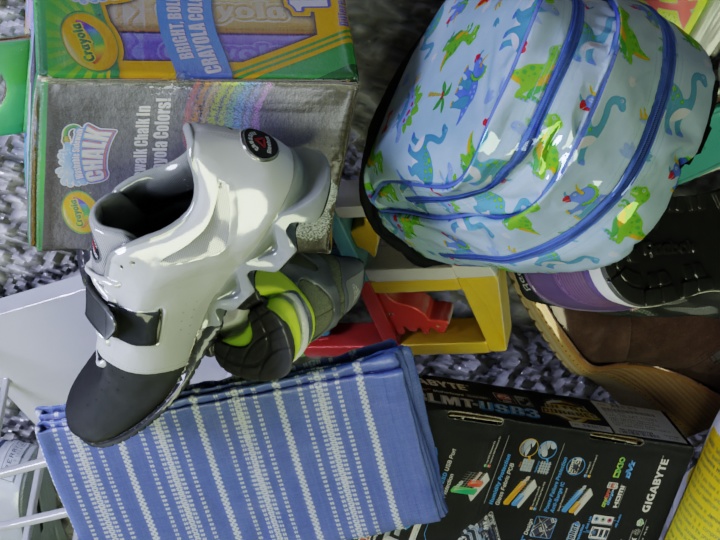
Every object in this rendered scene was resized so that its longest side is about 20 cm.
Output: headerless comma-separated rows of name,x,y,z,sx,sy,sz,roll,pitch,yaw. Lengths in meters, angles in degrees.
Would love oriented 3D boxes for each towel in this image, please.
towel,-0.060,0.102,1.450,0.199,0.024,0.145,-10,137,5

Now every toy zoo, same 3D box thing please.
toy zoo,0.000,0.000,1.510,0.199,0.021,0.131,-2,140,21

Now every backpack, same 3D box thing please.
backpack,0.085,-0.072,1.329,0.154,0.200,0.163,34,85,-37

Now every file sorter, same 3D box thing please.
file sorter,-0.131,0.112,1.563,0.138,0.125,0.200,-15,138,22

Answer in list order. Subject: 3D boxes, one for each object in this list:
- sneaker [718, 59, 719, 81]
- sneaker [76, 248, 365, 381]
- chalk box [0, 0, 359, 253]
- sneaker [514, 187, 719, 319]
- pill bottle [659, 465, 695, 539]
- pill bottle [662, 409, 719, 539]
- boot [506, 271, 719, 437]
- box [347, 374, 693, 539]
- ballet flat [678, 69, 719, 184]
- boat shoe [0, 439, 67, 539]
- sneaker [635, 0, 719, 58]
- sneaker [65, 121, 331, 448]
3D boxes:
sneaker,0.272,-0.143,1.390,0.200,0.073,0.071,-39,151,17
sneaker,-0.079,-0.002,1.446,0.081,0.200,0.074,-25,127,-37
chalk box,-0.110,-0.093,1.369,0.199,0.124,0.125,2,137,-9
sneaker,0.167,-0.008,1.491,0.200,0.076,0.087,6,169,-42
pill bottle,0.265,0.150,1.682,0.200,0.114,0.114,-36,130,25
pill bottle,0.239,0.141,1.567,0.112,0.112,0.200,14,109,-21
boot,0.188,0.003,1.569,0.166,0.072,0.200,-38,128,12
box,0.067,0.163,1.565,0.198,0.050,0.200,10,112,-23
ballet flat,0.221,-0.095,1.458,0.199,0.070,0.070,-15,136,1
boat shoe,-0.219,0.171,1.678,0.062,0.072,0.200,13,134,13
sneaker,0.161,-0.161,1.384,0.090,0.078,0.200,32,134,-3
sneaker,-0.105,0.001,1.331,0.088,0.074,0.200,22,121,-28
